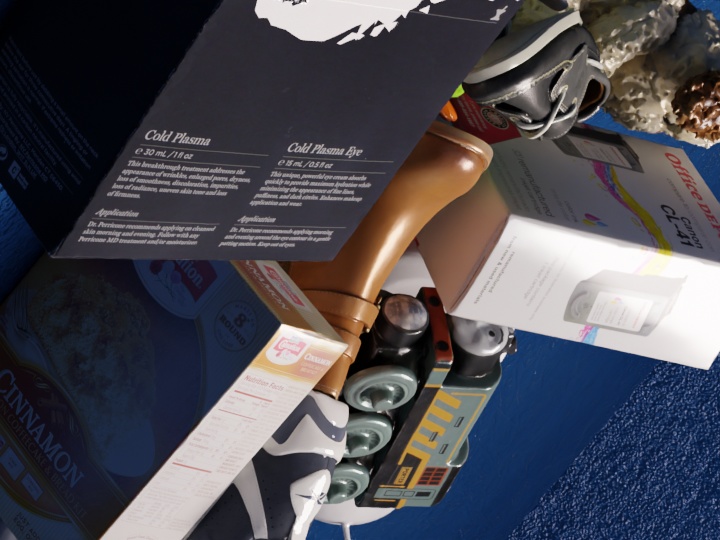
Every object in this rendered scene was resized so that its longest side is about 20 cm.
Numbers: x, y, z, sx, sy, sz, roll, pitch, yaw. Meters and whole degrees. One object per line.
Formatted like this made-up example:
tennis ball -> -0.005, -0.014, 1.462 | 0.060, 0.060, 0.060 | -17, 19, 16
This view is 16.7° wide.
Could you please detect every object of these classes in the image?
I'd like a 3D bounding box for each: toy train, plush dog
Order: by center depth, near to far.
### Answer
toy train -> 0.025, 0.083, 1.568 | 0.114, 0.085, 0.200 | 2, 142, -19
plush dog -> 0.183, -0.150, 1.603 | 0.161, 0.172, 0.200 | -50, -172, 5

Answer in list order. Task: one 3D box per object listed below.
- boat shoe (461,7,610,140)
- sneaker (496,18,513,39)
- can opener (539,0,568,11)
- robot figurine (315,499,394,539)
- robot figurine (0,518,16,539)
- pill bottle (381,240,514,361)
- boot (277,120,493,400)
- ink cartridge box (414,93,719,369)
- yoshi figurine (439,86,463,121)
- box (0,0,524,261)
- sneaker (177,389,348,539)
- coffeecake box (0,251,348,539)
boat shoe -> 0.105, -0.109, 1.402 | 0.072, 0.068, 0.200 | -22, -179, 16
sneaker -> 0.081, -0.187, 1.490 | 0.076, 0.075, 0.200 | -45, 173, -35
can opener -> 0.072, -0.204, 1.330 | 0.066, 0.053, 0.200 | -36, 144, -12
robot figurine -> -0.003, 0.094, 1.725 | 0.113, 0.169, 0.201 | -46, -160, 60
robot figurine -> -0.209, 0.213, 1.596 | 0.200, 0.113, 0.170 | -29, -154, 51
pill bottle -> 0.055, -0.021, 1.673 | 0.120, 0.119, 0.200 | -55, -169, 34
boot -> 0.000, 0.000, 1.433 | 0.200, 0.074, 0.155 | -28, -140, 59
ink cartridge box -> 0.134, -0.028, 1.557 | 0.199, 0.148, 0.086 | 11, 123, -28
yoshi figurine -> -0.002, -0.150, 1.369 | 0.200, 0.112, 0.112 | 39, 55, -62
box -> -0.056, -0.104, 1.163 | 0.200, 0.104, 0.182 | 1, 134, -50
sneaker -> -0.102, 0.131, 1.431 | 0.079, 0.198, 0.130 | 32, 65, -58
coffeecake box -> -0.129, 0.058, 1.375 | 0.200, 0.154, 0.073 | -49, 149, 13
